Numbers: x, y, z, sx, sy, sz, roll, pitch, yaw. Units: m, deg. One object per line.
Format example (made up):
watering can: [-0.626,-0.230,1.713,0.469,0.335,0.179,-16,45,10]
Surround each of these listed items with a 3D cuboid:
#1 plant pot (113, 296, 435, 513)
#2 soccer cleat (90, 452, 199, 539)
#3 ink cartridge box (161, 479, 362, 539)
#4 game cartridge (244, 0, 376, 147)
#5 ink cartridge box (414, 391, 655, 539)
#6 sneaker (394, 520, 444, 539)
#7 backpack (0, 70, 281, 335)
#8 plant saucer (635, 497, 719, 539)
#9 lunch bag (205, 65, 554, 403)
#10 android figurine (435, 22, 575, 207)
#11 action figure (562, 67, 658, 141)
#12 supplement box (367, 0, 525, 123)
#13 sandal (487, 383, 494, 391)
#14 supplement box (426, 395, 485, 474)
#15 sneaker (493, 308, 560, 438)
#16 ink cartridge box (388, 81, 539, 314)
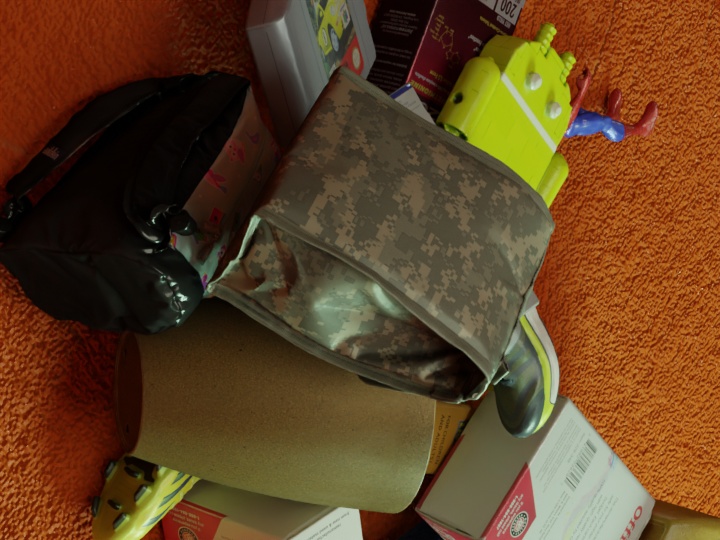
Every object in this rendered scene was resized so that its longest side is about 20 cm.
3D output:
plant pot: [-0.070,0.085,1.543,0.199,0.186,0.187,-1,103,-20]
soccer cleat: [-0.129,0.137,1.631,0.084,0.065,0.200,50,63,-37]
ink cartridge box: [-0.069,0.260,1.673,0.084,0.144,0.201,-29,121,-41]
game cartridge: [-0.035,-0.180,1.594,0.200,0.041,0.133,-68,143,-57]
ink cartridge box: [0.154,0.204,1.855,0.148,0.085,0.200,-57,138,-16]
sneaker: [0.040,0.272,1.854,0.200,0.070,0.078,-19,110,-44]
backpack: [-0.141,-0.049,1.514,0.200,0.166,0.127,-57,142,-37]
plant saucer: [0.208,0.280,1.944,0.048,0.200,0.200,44,68,-40]
lunch bag: [0.024,-0.013,1.454,0.118,0.200,0.164,-55,-173,48]
android figurine: [0.118,-0.108,1.767,0.200,0.041,0.182,-60,143,-15]
action figure: [0.185,-0.156,1.894,0.200,0.065,0.099,-16,119,-45]
supplement box: [0.052,-0.154,1.751,0.109,0.061,0.201,25,84,-48]
sandal: [0.046,0.053,1.753,0.200,0.079,0.087,7,85,-56]
supplement box: [0.057,0.135,1.836,0.200,0.069,0.067,11,95,-51]
sneaker: [0.099,0.045,1.720,0.081,0.074,0.201,-25,108,-29]
ink cartridge box: [0.046,-0.032,1.630,0.099,0.039,0.200,-34,100,-25]
